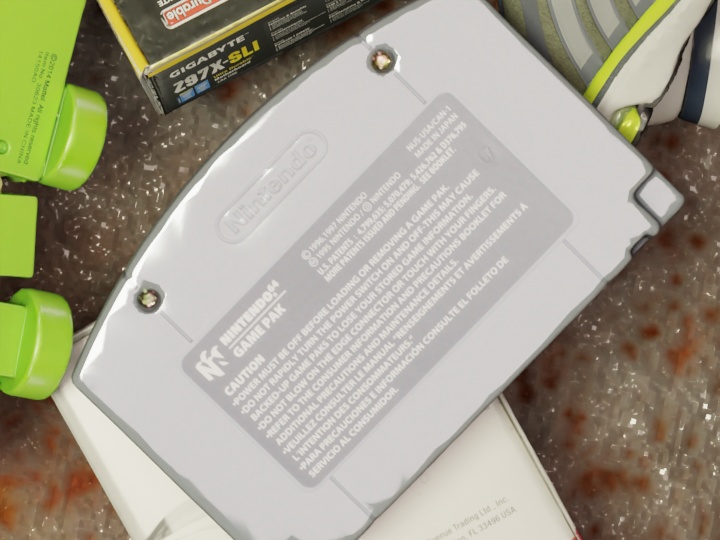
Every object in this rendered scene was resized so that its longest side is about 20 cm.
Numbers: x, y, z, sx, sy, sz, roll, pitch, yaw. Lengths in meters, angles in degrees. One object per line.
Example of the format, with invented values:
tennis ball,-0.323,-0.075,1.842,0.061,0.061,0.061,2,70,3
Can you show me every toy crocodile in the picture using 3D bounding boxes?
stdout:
toy crocodile,-0.138,-0.019,0.967,0.067,0.062,0.200,10,89,-30

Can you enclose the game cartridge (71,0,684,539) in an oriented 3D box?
game cartridge,0.000,0.000,0.964,0.200,0.040,0.133,-45,98,1

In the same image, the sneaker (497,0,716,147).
sneaker,0.092,-0.118,0.970,0.081,0.074,0.200,26,117,1

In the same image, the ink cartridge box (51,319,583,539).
ink cartridge box,-0.012,0.083,1.030,0.147,0.083,0.200,-29,93,-4

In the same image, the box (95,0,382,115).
box,-0.026,-0.174,1.016,0.200,0.049,0.160,-27,71,-4

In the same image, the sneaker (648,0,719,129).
sneaker,0.111,-0.155,1.046,0.080,0.076,0.200,5,89,4
